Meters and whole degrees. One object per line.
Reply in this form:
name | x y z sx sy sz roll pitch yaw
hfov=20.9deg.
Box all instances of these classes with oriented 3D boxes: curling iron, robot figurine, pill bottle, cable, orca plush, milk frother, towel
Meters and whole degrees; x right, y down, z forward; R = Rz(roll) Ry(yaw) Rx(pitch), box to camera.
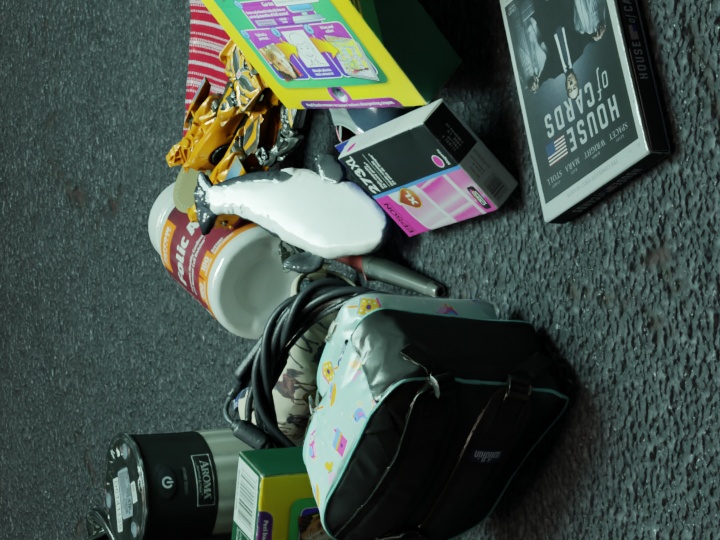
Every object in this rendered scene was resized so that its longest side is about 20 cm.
curling iron | 0.000 0.000 1.725 0.199 0.049 0.026 17 134 41
robot figurine | -0.112 -0.138 1.802 0.201 0.058 0.146 -58 46 41
pill bottle | -0.133 -0.019 1.939 0.200 0.113 0.115 37 124 56
cable | -0.025 0.103 1.718 0.163 0.051 0.200 44 110 14
orca plush | -0.052 -0.044 1.754 0.198 0.071 0.107 -6 79 24
milk frother | -0.165 0.239 1.945 0.199 0.186 0.183 6 97 63
towel | -0.154 -0.201 2.068 0.144 0.022 0.202 29 118 59

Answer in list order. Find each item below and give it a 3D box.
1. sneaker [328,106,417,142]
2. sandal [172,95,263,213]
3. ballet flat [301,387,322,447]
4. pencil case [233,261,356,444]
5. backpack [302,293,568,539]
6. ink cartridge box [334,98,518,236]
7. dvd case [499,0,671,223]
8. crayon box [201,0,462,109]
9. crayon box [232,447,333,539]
sneaker | -0.015 -0.159 1.742 0.200 0.069 0.083 46 128 54
sandal | -0.093 -0.130 1.902 0.212 0.069 0.078 -53 49 15
ballet flat | -0.022 0.200 1.777 0.068 0.071 0.202 113 150 -83
pencil case | -0.057 0.080 1.839 0.090 0.077 0.201 59 143 26
backpack | 0.043 0.121 1.534 0.154 0.174 0.201 59 138 46
ink cartridge box | 0.044 -0.080 1.616 0.095 0.037 0.200 47 158 -13
dvd case | 0.161 -0.154 1.443 0.150 0.024 0.202 -37 59 59
crayon box | -0.038 -0.213 1.585 0.199 0.058 0.173 5 140 53
crayon box | -0.023 0.251 1.663 0.058 0.171 0.202 35 123 59
